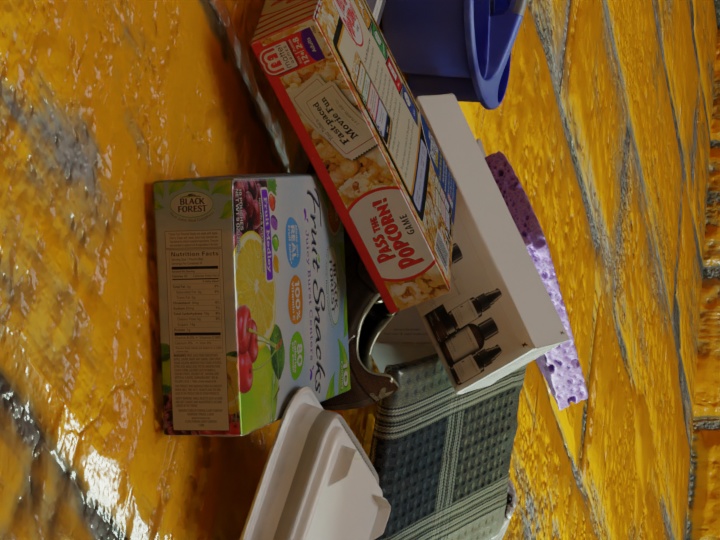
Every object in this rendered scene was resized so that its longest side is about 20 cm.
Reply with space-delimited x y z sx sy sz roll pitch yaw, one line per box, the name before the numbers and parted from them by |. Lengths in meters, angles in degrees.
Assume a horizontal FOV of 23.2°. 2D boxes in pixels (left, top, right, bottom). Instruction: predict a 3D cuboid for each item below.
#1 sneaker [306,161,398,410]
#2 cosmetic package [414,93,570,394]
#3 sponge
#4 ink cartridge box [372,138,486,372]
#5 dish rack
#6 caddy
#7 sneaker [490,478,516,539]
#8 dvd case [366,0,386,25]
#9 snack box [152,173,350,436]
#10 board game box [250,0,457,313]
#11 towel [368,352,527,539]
sneaker | 0.000 0.000 1.197 0.070 0.075 0.201 49 44 -64
cosmetic package | 0.068 -0.020 1.264 0.051 0.082 0.201 -9 70 -52
sponge | 0.137 0.010 1.412 0.112 0.030 0.200 -111 180 -45
ink cartridge box | 0.064 0.005 1.415 0.116 0.066 0.201 65 30 -51
dish rack | -0.028 0.176 1.069 0.200 0.043 0.172 67 39 -67
caddy | 0.086 -0.229 1.432 0.141 0.105 0.201 40 51 -68
sneaker | 0.083 0.241 1.476 0.200 0.075 0.081 -61 159 -54
dvd case | -0.015 -0.251 1.265 0.200 0.016 0.149 72 24 -43
snack box | -0.060 0.014 1.044 0.200 0.053 0.143 -11 101 -73
board game box | 0.002 -0.096 1.129 0.152 0.046 0.200 -81 147 -62
towel | 0.060 0.141 1.330 0.200 0.034 0.193 -15 117 -53
